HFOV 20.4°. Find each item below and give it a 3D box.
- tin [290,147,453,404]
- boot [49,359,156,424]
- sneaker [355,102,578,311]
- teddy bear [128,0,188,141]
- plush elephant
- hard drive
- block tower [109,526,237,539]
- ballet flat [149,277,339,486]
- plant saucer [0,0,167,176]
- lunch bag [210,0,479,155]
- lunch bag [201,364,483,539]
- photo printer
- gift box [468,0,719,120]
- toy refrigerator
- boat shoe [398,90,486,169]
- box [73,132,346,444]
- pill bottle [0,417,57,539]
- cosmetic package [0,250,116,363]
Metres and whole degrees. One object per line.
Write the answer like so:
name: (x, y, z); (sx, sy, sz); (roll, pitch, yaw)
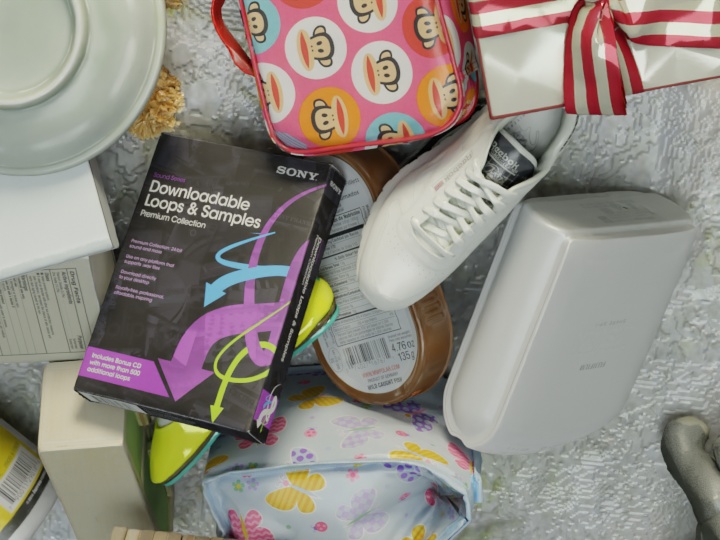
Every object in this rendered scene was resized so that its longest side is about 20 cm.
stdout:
tin: (0.000, 0.000, 1.453); (0.111, 0.042, 0.201); (-18, 92, 36)
boot: (-0.130, 0.055, 1.521); (0.199, 0.075, 0.108); (-19, 132, 3)
sneaker: (0.071, -0.053, 1.372); (0.076, 0.081, 0.200); (40, 92, -13)
teddy bear: (-0.182, -0.184, 1.391); (0.144, 0.067, 0.201); (27, 126, 30)
plush elephant: (0.336, 0.195, 1.522); (0.154, 0.200, 0.166); (-14, 107, -12)
hard drive: (-0.279, -0.052, 1.378); (0.199, 0.026, 0.133); (-16, 90, 6)
block tower: (-0.081, 0.228, 1.417); (0.198, 0.054, 0.058); (4, 119, 4)
ballet flat: (-0.102, 0.069, 1.451); (0.067, 0.067, 0.200); (40, 105, -19)
plant saucer: (-0.229, -0.162, 1.325); (0.198, 0.050, 0.202); (0, 96, 4)
lunch bag: (-0.017, -0.180, 1.371); (0.175, 0.082, 0.202); (-7, 99, 17)
lunch bag: (-0.007, 0.153, 1.496); (0.198, 0.170, 0.128); (-8, 114, 6)
photo printer: (0.148, 0.044, 1.458); (0.166, 0.069, 0.201); (-5, 124, -45)
gift box: (0.159, -0.219, 1.317); (0.199, 0.187, 0.186); (-14, 114, 9)
toy refrigerator: (-0.185, 0.152, 1.504); (0.069, 0.076, 0.201); (-5, 144, 4)
boat shoe: (0.044, -0.044, 1.467); (0.075, 0.060, 0.201); (28, 112, -11)
box: (-0.106, 0.009, 1.407); (0.142, 0.036, 0.201); (11, 74, 22)
pill bottle: (-0.335, 0.136, 1.531); (0.200, 0.111, 0.111); (42, 109, -15)
cosmetic package: (-0.280, 0.009, 1.449); (0.198, 0.073, 0.104); (-3, 131, 4)
